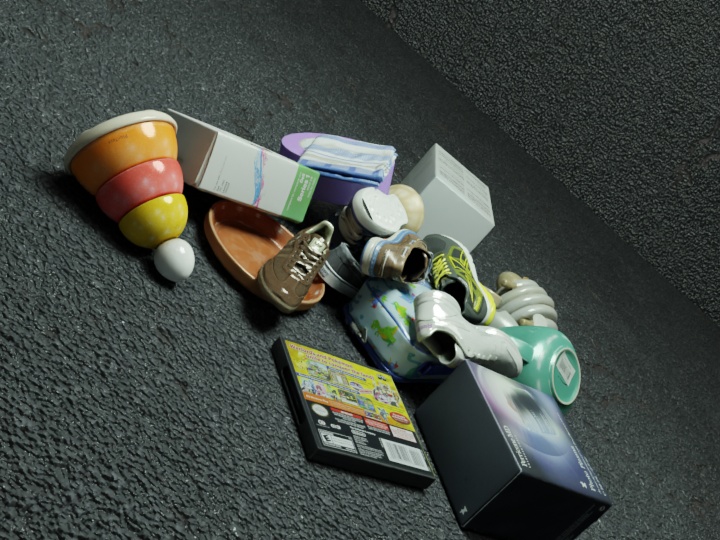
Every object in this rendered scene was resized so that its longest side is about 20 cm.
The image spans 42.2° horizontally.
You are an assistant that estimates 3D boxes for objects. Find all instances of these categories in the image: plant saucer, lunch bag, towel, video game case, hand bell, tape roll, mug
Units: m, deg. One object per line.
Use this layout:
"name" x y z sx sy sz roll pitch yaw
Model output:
"plant saucer" -0.137 -0.019 1.309 0.199 0.032 0.201 36 22 -17
"lunch bag" 0.076 0.094 1.392 0.199 0.083 0.161 8 38 -54
"towel" -0.021 -0.179 1.492 0.145 0.024 0.200 11 21 5
"video game case" -0.009 0.178 1.170 0.199 0.026 0.182 23 29 -38
"hand bell" 0.028 -0.104 1.626 0.104 0.104 0.199 49 20 17
"tape roll" -0.043 -0.176 1.599 0.197 0.067 0.201 11 21 -4
"mug" 0.264 0.164 1.450 0.184 0.113 0.155 -3 90 -48

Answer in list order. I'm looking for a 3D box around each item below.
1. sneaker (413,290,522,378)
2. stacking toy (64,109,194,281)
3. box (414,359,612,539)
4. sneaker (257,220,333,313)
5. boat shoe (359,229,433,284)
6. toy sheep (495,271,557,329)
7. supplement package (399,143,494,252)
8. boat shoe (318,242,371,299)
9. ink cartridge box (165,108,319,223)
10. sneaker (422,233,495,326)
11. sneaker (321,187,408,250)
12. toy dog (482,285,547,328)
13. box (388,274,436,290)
"sneaker" 0.148 0.114 1.321 0.199 0.075 0.100 32 40 -22
"stacking toy" -0.260 -0.077 1.132 0.146 0.145 0.202 -9 73 -63
"box" 0.205 0.253 1.266 0.197 0.124 0.201 24 28 -35
"sneaker" -0.083 -0.015 1.250 0.070 0.076 0.200 38 22 -9
"boat shoe" 0.067 -0.012 1.381 0.072 0.073 0.199 22 16 20
"toy sheep" 0.302 0.089 1.731 0.137 0.137 0.202 18 46 -45
"supplement package" 0.154 -0.118 1.821 0.150 0.152 0.201 37 22 -13
"boat shoe" 0.000 0.000 1.422 0.072 0.068 0.200 57 13 25
"ink cartridge box" -0.182 -0.149 1.339 0.199 0.085 0.144 17 7 -46
"sneaker" 0.157 0.008 1.590 0.084 0.075 0.201 15 34 -51
"sneaker" -0.016 -0.064 1.454 0.081 0.145 0.200 65 18 4
"toy dog" 0.262 0.116 1.623 0.201 0.132 0.096 53 9 18
"box" 0.085 0.029 1.585 0.199 0.040 0.137 40 21 -6
